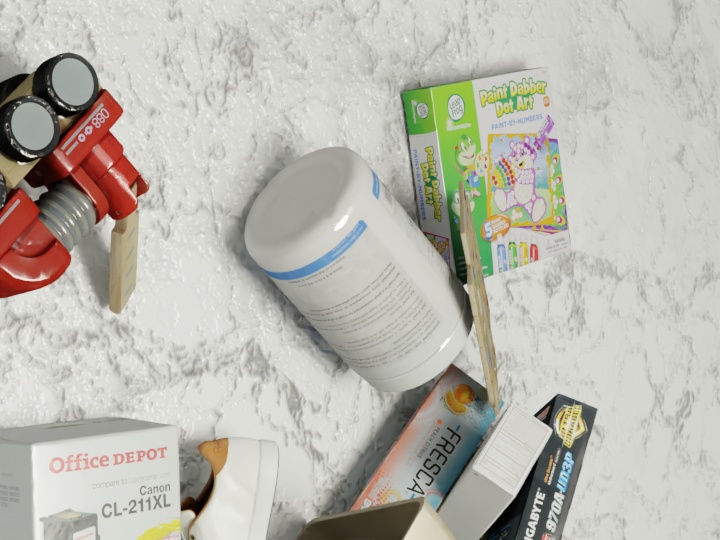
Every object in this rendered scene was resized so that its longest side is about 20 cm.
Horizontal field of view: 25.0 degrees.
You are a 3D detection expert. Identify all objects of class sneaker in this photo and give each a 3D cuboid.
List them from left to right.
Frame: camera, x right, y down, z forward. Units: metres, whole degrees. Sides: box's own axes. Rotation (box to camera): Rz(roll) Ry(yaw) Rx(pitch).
[{"bbox_3d":[-0.124,0.239,1.376,0.084,0.073,0.203,8,92,-12],"label":"sneaker"}]

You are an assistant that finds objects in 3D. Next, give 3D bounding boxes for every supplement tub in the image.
[{"bbox_3d":[0.000,0.000,1.451,0.200,0.131,0.133,50,56,-33],"label":"supplement tub"}]

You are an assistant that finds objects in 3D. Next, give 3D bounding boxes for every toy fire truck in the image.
[{"bbox_3d":[-0.231,-0.034,1.232,0.200,0.128,0.177,50,56,-21],"label":"toy fire truck"}]

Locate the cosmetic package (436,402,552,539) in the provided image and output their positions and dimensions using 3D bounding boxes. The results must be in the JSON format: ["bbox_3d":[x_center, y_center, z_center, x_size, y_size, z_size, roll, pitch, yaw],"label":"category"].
[{"bbox_3d":[0.113,0.208,1.528,0.050,0.201,0.083,35,58,6],"label":"cosmetic package"}]

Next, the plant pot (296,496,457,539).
[{"bbox_3d":[0.019,0.336,1.381,0.177,0.199,0.201,42,59,-17],"label":"plant pot"}]

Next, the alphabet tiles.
[{"bbox_3d":[0.111,0.026,1.524,0.167,0.006,0.202,-87,166,-59],"label":"alphabet tiles"}]

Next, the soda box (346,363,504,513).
[{"bbox_3d":[0.056,0.187,1.537,0.068,0.064,0.200,36,57,3],"label":"soda box"}]

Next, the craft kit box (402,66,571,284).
[{"bbox_3d":[0.133,-0.098,1.657,0.199,0.048,0.200,-17,99,-46],"label":"craft kit box"}]

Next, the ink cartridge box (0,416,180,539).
[{"bbox_3d":[-0.216,0.221,1.251,0.145,0.082,0.203,-3,92,-46],"label":"ink cartridge box"}]

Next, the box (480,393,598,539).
[{"bbox_3d":[0.163,0.223,1.581,0.046,0.200,0.161,21,69,-3],"label":"box"}]
